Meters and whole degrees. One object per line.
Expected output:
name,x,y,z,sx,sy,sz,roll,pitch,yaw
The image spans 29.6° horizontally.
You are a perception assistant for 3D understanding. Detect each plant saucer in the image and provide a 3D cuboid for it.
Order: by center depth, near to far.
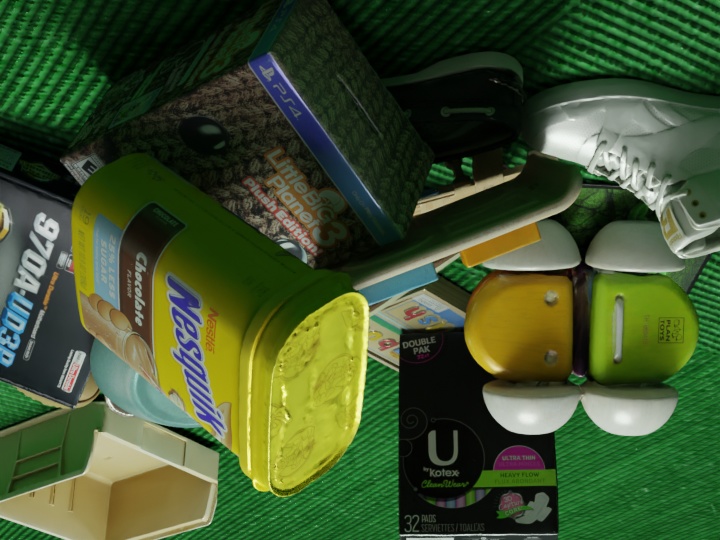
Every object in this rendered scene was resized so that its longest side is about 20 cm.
plant saucer,-0.123,0.072,1.132,0.197,0.036,0.201,-14,141,-12

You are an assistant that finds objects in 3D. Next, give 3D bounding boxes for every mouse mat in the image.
mouse mat,0.232,-0.018,1.197,0.158,0.008,0.201,3,151,-3

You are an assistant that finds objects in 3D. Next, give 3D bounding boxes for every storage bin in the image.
storage bin,-0.297,0.241,1.579,0.197,0.095,0.199,-20,144,33

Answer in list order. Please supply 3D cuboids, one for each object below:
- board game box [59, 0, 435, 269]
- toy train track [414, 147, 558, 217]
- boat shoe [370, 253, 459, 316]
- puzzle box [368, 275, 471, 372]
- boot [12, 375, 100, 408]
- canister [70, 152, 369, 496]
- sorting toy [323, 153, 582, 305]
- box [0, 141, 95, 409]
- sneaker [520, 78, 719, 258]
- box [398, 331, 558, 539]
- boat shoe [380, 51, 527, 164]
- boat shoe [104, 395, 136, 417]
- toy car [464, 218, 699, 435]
board game box,-0.077,-0.079,0.952,0.198,0.097,0.160,-21,120,33
toy train track,0.056,-0.064,1.062,0.197,0.033,0.115,-16,147,-4
boat shoe,0.003,0.006,1.113,0.200,0.076,0.075,-21,167,-21
puzzle box,0.072,0.064,1.326,0.132,0.026,0.199,-22,143,36
boot,-0.280,0.039,1.227,0.174,0.067,0.200,30,141,-18
canister,-0.095,0.030,0.872,0.086,0.199,0.150,-31,140,-35
sorting toy,0.054,-0.020,0.953,0.198,0.037,0.185,-26,-172,1
box,-0.272,0.003,1.108,0.157,0.046,0.201,22,123,-10
sneaker,0.213,-0.071,0.995,0.197,0.117,0.074,4,153,-2
box,0.109,0.173,1.285,0.146,0.203,0.125,-1,150,5
boat shoe,0.029,-0.101,1.001,0.197,0.061,0.074,-12,149,22
boat shoe,-0.198,0.071,1.189,0.071,0.073,0.201,11,134,-7
toy car,0.185,0.043,1.169,0.197,0.178,0.150,0,-175,1
